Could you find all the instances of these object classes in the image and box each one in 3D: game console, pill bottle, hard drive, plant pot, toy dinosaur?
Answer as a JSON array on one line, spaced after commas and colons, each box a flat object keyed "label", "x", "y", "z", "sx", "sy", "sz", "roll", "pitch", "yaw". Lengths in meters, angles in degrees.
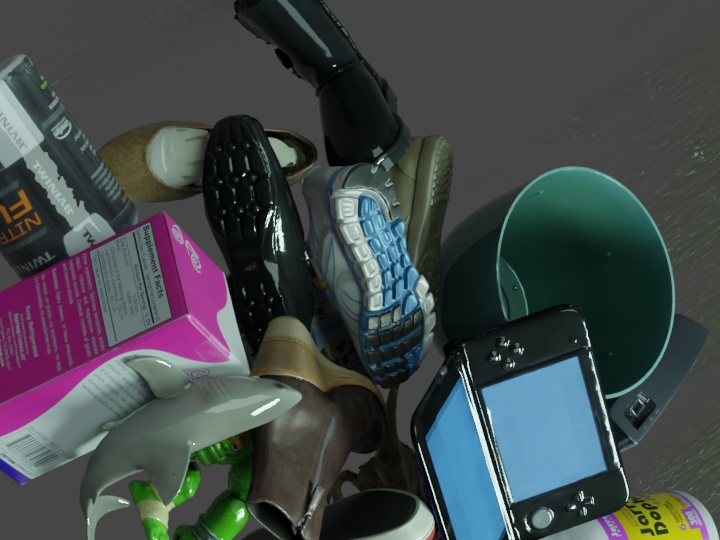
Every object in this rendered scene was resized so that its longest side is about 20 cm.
[{"label": "game console", "x": 0.132, "y": 0.155, "z": 1.539, "sx": 0.170, "sy": 0.118, "sz": 0.201, "roll": -19, "pitch": 114, "yaw": -3}, {"label": "pill bottle", "x": 0.225, "y": 0.262, "z": 1.748, "sx": 0.199, "sy": 0.104, "sz": 0.105, "roll": -4, "pitch": 86, "yaw": -35}, {"label": "hard drive", "x": 0.231, "y": 0.115, "z": 1.733, "sx": 0.042, "sy": 0.135, "sz": 0.200, "roll": 52, "pitch": 40, "yaw": -6}, {"label": "pill bottle", "x": -0.241, "y": -0.057, "z": 1.468, "sx": 0.106, "sy": 0.106, "sz": 0.200, "roll": -44, "pitch": 108, "yaw": -31}, {"label": "plant pot", "x": 0.150, "y": 0.023, "z": 1.691, "sx": 0.200, "sy": 0.161, "sz": 0.202, "roll": 8, "pitch": 76, "yaw": -33}, {"label": "toy dinosaur", "x": 0.022, "y": 0.175, "z": 1.659, "sx": 0.101, "sy": 0.058, "sz": 0.201, "roll": -22, "pitch": 107, "yaw": -48}]

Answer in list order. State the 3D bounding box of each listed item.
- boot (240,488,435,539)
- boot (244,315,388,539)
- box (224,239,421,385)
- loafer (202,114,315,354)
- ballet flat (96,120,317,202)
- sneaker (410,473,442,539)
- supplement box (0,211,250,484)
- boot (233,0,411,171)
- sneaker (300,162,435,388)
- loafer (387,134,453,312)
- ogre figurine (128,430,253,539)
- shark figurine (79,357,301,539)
[{"label": "boot", "x": 0.003, "y": 0.260, "z": 1.543, "sx": 0.145, "sy": 0.199, "sz": 0.072, "roll": 58, "pitch": 39, "yaw": -14}, {"label": "boot", "x": -0.039, "y": 0.149, "z": 1.508, "sx": 0.200, "sy": 0.072, "sz": 0.167, "roll": 51, "pitch": 37, "yaw": -51}, {"label": "box", "x": -0.052, "y": 0.052, "z": 1.625, "sx": 0.199, "sy": 0.040, "sz": 0.138, "roll": -23, "pitch": 98, "yaw": -35}, {"label": "loafer", "x": -0.080, "y": -0.030, "z": 1.546, "sx": 0.070, "sy": 0.068, "sz": 0.202, "roll": -43, "pitch": 124, "yaw": -65}, {"label": "ballet flat", "x": -0.119, "y": -0.092, "z": 1.578, "sx": 0.199, "sy": 0.072, "sz": 0.068, "roll": -1, "pitch": 84, "yaw": -34}, {"label": "sneaker", "x": 0.095, "y": 0.195, "z": 1.646, "sx": 0.201, "sy": 0.072, "sz": 0.115, "roll": -59, "pitch": 138, "yaw": -49}, {"label": "supplement box", "x": -0.196, "y": 0.058, "z": 1.405, "sx": 0.101, "sy": 0.199, "sz": 0.104, "roll": 51, "pitch": 19, "yaw": -52}, {"label": "boot", "x": -0.038, "y": -0.167, "z": 1.597, "sx": 0.168, "sy": 0.076, "sz": 0.200, "roll": 48, "pitch": 16, "yaw": -21}, {"label": "sneaker", "x": 0.000, "y": 0.000, "z": 1.557, "sx": 0.075, "sy": 0.086, "sz": 0.201, "roll": -28, "pitch": 116, "yaw": -32}, {"label": "loafer", "x": 0.031, "y": -0.018, "z": 1.629, "sx": 0.076, "sy": 0.067, "sz": 0.201, "roll": 13, "pitch": 88, "yaw": -67}, {"label": "ogre figurine", "x": -0.139, "y": 0.134, "z": 1.512, "sx": 0.120, "sy": 0.098, "sz": 0.201, "roll": -30, "pitch": 88, "yaw": 2}, {"label": "shark figurine", "x": -0.153, "y": 0.146, "z": 1.381, "sx": 0.128, "sy": 0.214, "sz": 0.090, "roll": 29, "pitch": 31, "yaw": -43}]
